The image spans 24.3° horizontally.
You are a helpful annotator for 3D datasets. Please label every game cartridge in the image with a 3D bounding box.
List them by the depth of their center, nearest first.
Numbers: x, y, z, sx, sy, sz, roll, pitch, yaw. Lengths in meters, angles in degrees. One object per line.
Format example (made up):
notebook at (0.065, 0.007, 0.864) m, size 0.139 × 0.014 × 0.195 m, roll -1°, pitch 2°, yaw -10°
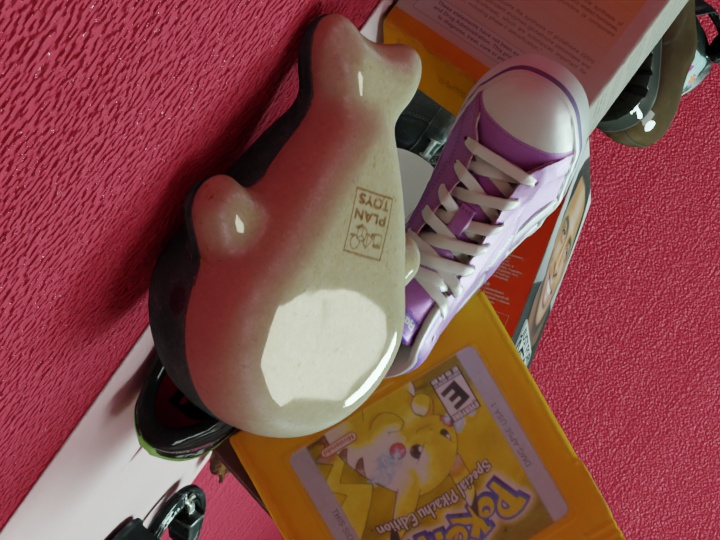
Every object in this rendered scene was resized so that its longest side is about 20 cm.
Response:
game cartridge at (0.047, 0.140, 0.978) m, size 0.176 × 0.201 × 0.032 m, roll -30°, pitch 176°, yaw -10°

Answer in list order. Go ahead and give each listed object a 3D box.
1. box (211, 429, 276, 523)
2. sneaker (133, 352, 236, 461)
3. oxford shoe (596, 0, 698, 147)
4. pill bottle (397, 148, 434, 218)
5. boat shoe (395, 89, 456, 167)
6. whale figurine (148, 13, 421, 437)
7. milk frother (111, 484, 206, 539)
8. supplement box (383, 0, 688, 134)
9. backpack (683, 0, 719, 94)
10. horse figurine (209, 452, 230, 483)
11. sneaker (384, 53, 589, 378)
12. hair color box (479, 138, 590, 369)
box at (-0.028, 0.122, 1.050) m, size 0.075 × 0.200 × 0.100 m, roll -42°, pitch 175°, yaw 5°
sneaker at (-0.057, 0.028, 0.948) m, size 0.200 × 0.077 × 0.084 m, roll -55°, pitch 178°, yaw 0°
oxford shoe at (0.178, -0.171, 1.046) m, size 0.084 × 0.072 × 0.201 m, roll 31°, pitch 70°, yaw -53°
pill bottle at (0.000, 0.000, 1.087) m, size 0.104 × 0.104 × 0.200 m, roll -51°, pitch 172°, yaw -28°
boat shoe at (0.051, -0.096, 1.111) m, size 0.074 × 0.068 × 0.199 m, roll -53°, pitch 174°, yaw -7°
whale figurine at (-0.036, -0.023, 0.809) m, size 0.159 × 0.103 × 0.201 m, roll 13°, pitch 93°, yaw -49°
milk frother at (-0.116, 0.276, 1.301) m, size 0.200 × 0.188 × 0.181 m, roll -50°, pitch 173°, yaw -34°
supplement box at (0.119, -0.170, 0.958) m, size 0.200 × 0.126 × 0.074 m, roll -52°, pitch 169°, yaw -12°
backpack at (0.242, -0.219, 1.517) m, size 0.127 × 0.167 × 0.200 m, roll -50°, pitch 169°, yaw 13°
horse figurine at (-0.068, 0.110, 1.354) m, size 0.132 × 0.050 × 0.200 m, roll -35°, pitch 177°, yaw -14°
sneaker at (0.052, -0.016, 0.888) m, size 0.114 × 0.072 × 0.201 m, roll -55°, pitch 175°, yaw -49°
hair color box at (0.098, 0.008, 1.135) m, size 0.102 × 0.061 × 0.201 m, roll 70°, pitch 39°, yaw -65°
